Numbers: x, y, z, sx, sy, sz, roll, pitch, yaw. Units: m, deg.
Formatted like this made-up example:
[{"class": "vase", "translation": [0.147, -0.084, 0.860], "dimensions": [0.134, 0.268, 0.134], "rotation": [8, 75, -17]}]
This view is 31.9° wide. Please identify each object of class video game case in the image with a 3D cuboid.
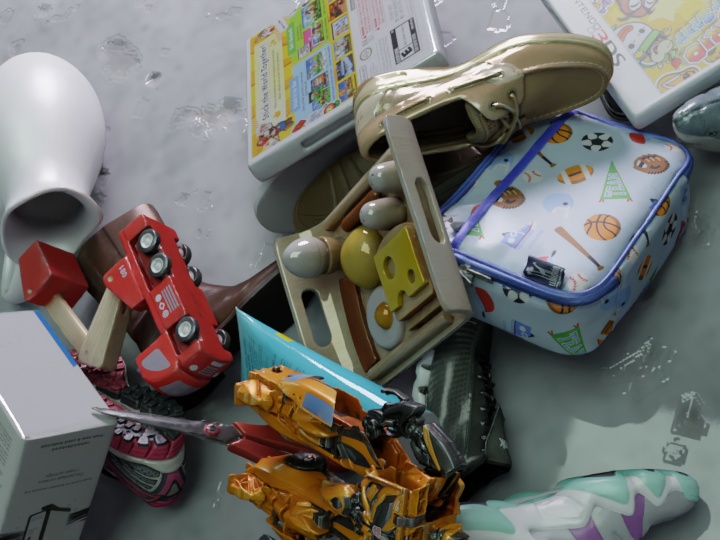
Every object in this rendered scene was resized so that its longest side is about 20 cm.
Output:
[{"class": "video game case", "translation": [0.252, -0.226, 0.974], "dimensions": [0.198, 0.023, 0.183], "rotation": [-31, 57, 4]}, {"class": "video game case", "translation": [-0.018, -0.182, 1.059], "dimensions": [0.181, 0.023, 0.201], "rotation": [-29, 38, 18]}]

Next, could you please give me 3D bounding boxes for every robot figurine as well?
[{"class": "robot figurine", "translation": [-0.009, 0.143, 0.831], "dimensions": [0.199, 0.058, 0.147], "rotation": [22, 113, 46]}]

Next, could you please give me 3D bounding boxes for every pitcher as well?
[{"class": "pitcher", "translation": [-0.303, -0.087, 1.165], "dimensions": [0.172, 0.120, 0.202], "rotation": [-51, 41, 36]}]

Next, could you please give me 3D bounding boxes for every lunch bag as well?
[{"class": "lunch bag", "translation": [0.141, -0.035, 0.922], "dimensions": [0.159, 0.076, 0.200], "rotation": [24, 52, 28]}]

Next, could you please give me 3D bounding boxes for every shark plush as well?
[{"class": "shark plush", "translation": [0.327, -0.127, 0.915], "dimensions": [0.197, 0.083, 0.092], "rotation": [-14, 60, 17]}]

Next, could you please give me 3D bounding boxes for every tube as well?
[{"class": "tube", "translation": [-0.029, 0.093, 0.922], "dimensions": [0.199, 0.050, 0.079], "rotation": [23, 119, 42]}]

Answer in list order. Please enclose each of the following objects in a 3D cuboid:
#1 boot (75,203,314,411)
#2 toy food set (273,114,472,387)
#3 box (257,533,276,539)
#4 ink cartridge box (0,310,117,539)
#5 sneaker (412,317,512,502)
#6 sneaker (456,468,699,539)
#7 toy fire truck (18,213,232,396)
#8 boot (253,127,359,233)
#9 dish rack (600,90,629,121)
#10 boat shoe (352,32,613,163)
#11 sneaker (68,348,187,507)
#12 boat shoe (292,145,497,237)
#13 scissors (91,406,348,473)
[{"class": "boot", "translation": [-0.145, -0.007, 1.082], "dimensions": [0.186, 0.064, 0.200], "rotation": [-41, 53, -1]}, {"class": "toy food set", "translation": [0.000, 0.000, 0.913], "dimensions": [0.060, 0.200, 0.145], "rotation": [-7, 70, -30]}, {"class": "box", "translation": [-0.062, 0.305, 0.856], "dimensions": [0.121, 0.106, 0.201], "rotation": [28, 79, 33]}, {"class": "ink cartridge box", "translation": [-0.281, 0.156, 0.986], "dimensions": [0.146, 0.084, 0.202], "rotation": [44, 124, 35]}, {"class": "sneaker", "translation": [0.077, 0.110, 0.921], "dimensions": [0.089, 0.066, 0.202], "rotation": [15, 75, 26]}, {"class": "sneaker", "translation": [0.140, 0.213, 0.842], "dimensions": [0.197, 0.078, 0.142], "rotation": [-12, 81, 1]}, {"class": "toy fire truck", "translation": [-0.196, 0.033, 1.031], "dimensions": [0.141, 0.049, 0.201], "rotation": [-39, 58, 17]}, {"class": "boot", "translation": [-0.016, -0.119, 1.084], "dimensions": [0.199, 0.074, 0.096], "rotation": [-35, 40, 4]}, {"class": "dish rack", "translation": [0.267, -0.225, 1.013], "dimensions": [0.198, 0.055, 0.155], "rotation": [-22, 59, 10]}, {"class": "boat shoe", "translation": [0.093, -0.119, 0.934], "dimensions": [0.197, 0.072, 0.065], "rotation": [-13, 48, 8]}, {"class": "sneaker", "translation": [-0.214, 0.125, 1.040], "dimensions": [0.080, 0.076, 0.199], "rotation": [-21, 35, -33]}, {"class": "boat shoe", "translation": [0.039, -0.069, 1.027], "dimensions": [0.198, 0.065, 0.073], "rotation": [-27, 61, 14]}, {"class": "scissors", "translation": [-0.100, 0.121, 0.952], "dimensions": [0.198, 0.014, 0.074], "rotation": [23, 46, -2]}]
